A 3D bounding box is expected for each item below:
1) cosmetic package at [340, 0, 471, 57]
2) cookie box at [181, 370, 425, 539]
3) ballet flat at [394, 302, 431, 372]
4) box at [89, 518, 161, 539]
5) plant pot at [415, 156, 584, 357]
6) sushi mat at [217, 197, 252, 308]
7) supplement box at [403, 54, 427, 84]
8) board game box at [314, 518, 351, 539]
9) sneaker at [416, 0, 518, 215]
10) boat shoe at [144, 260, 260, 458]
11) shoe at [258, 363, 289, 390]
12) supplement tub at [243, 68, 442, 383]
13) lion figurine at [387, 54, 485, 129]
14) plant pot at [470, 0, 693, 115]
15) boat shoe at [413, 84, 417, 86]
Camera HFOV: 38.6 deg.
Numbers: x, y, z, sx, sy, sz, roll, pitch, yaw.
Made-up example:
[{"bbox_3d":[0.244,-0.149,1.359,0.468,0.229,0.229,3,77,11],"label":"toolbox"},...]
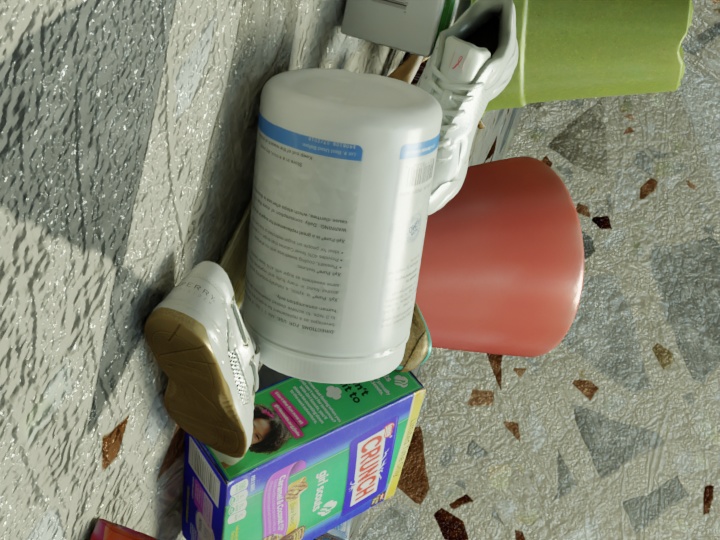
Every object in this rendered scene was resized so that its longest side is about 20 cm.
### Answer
[{"bbox_3d":[0.054,-0.256,0.917,0.200,0.084,0.109,-44,149,-68],"label":"cosmetic package"},{"bbox_3d":[-0.053,0.169,0.908,0.199,0.075,0.172,-22,143,-29],"label":"cookie box"},{"bbox_3d":[0.000,0.000,0.907,0.068,0.072,0.202,-48,-131,43],"label":"ballet flat"},{"bbox_3d":[-0.148,0.257,0.763,0.200,0.095,0.100,81,30,-71],"label":"box"},{"bbox_3d":[0.091,-0.009,1.005,0.200,0.176,0.203,13,-75,63],"label":"plant pot"},{"bbox_3d":[-0.080,-0.034,0.813,0.096,0.012,0.201,88,24,-64],"label":"sushi mat"},{"bbox_3d":[0.084,-0.223,1.229,0.109,0.060,0.201,97,15,-53],"label":"supplement box"},{"bbox_3d":[-0.052,0.216,1.096,0.202,0.061,0.200,-68,-163,-14],"label":"board game box"},{"bbox_3d":[0.067,-0.139,0.817,0.100,0.077,0.201,86,27,-71],"label":"sneaker"},{"bbox_3d":[-0.099,0.068,0.732,0.201,0.070,0.070,94,21,-56],"label":"boat shoe"},{"bbox_3d":[-0.068,0.123,1.005,0.201,0.071,0.091,-61,176,19],"label":"shoe"},{"bbox_3d":[-0.016,-0.035,0.751,0.132,0.131,0.202,-50,151,-64],"label":"supplement tub"},{"bbox_3d":[0.055,-0.165,1.068,0.073,0.122,0.201,52,17,-30],"label":"lion figurine"},{"bbox_3d":[0.208,-0.235,0.955,0.200,0.188,0.202,7,90,-76],"label":"plant pot"},{"bbox_3d":[0.017,-0.071,0.886,0.072,0.072,0.202,86,13,-60],"label":"boat shoe"}]
